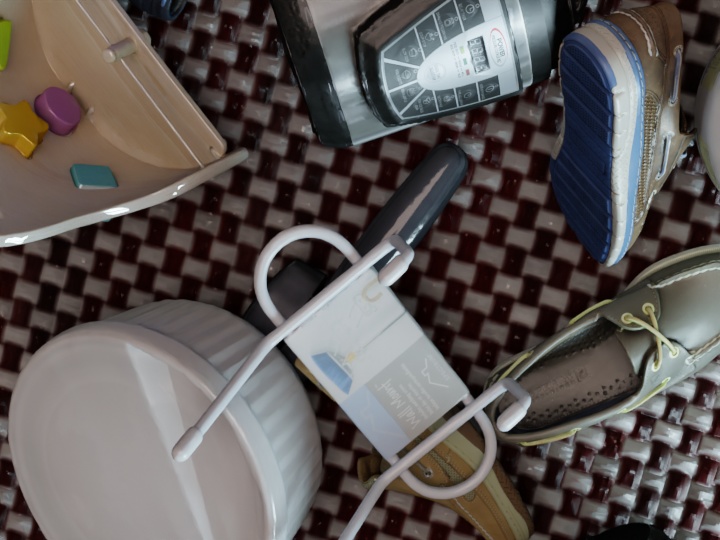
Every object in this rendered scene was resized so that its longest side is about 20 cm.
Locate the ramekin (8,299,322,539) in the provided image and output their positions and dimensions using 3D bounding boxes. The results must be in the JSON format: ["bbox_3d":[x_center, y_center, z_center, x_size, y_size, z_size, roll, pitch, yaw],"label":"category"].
[{"bbox_3d":[-0.113,0.111,1.056,0.200,0.094,0.205,14,118,27],"label":"ramekin"}]

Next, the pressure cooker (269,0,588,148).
[{"bbox_3d":[0.042,-0.180,0.980,0.198,0.176,0.181,-18,94,0],"label":"pressure cooker"}]

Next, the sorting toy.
[{"bbox_3d":[-0.200,-0.094,1.020,0.201,0.180,0.107,52,130,0],"label":"sorting toy"}]

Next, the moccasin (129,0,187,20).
[{"bbox_3d":[-0.080,-0.243,1.051,0.068,0.080,0.201,43,115,12],"label":"moccasin"}]

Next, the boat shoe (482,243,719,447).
[{"bbox_3d":[0.165,0.050,1.055,0.200,0.060,0.073,-30,92,11],"label":"boat shoe"}]

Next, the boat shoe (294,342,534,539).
[{"bbox_3d":[0.030,0.110,1.057,0.076,0.072,0.201,-41,108,-8],"label":"boat shoe"}]

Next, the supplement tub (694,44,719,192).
[{"bbox_3d":[0.264,-0.083,0.952,0.143,0.200,0.147,1,98,8],"label":"supplement tub"}]

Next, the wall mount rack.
[{"bbox_3d":[-0.006,0.081,0.969,0.173,0.075,0.200,-39,107,1],"label":"wall mount rack"}]

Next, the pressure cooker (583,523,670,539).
[{"bbox_3d":[0.164,0.276,1.020,0.175,0.179,0.201,-33,90,13],"label":"pressure cooker"}]

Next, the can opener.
[{"bbox_3d":[0.000,0.000,1.071,0.078,0.063,0.200,41,101,-3],"label":"can opener"}]

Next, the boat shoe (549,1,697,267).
[{"bbox_3d":[0.160,-0.075,0.993,0.072,0.201,0.072,-29,61,-14],"label":"boat shoe"}]
